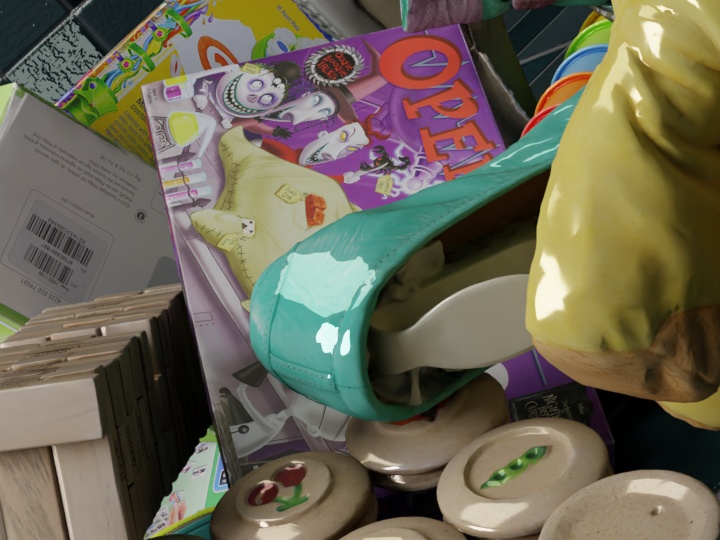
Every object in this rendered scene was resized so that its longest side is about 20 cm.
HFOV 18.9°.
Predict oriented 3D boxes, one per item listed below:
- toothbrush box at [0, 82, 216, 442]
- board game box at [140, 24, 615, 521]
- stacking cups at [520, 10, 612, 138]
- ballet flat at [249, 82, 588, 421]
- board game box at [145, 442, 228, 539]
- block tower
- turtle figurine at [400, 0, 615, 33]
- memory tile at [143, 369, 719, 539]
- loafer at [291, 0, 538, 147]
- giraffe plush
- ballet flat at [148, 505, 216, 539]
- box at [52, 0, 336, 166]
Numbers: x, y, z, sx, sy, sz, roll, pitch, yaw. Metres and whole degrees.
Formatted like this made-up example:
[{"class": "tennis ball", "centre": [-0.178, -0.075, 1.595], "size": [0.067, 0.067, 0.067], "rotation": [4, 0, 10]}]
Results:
[{"class": "toothbrush box", "centre": [-0.144, 0.004, 0.892], "size": [0.200, 0.146, 0.086], "rotation": [-3, 60, 54]}, {"class": "board game box", "centre": [0.000, 0.000, 0.725], "size": [0.120, 0.032, 0.200], "rotation": [-11, 49, -7]}, {"class": "stacking cups", "centre": [0.100, -0.069, 0.951], "size": [0.061, 0.061, 0.200], "rotation": [-37, 5, 28]}, {"class": "ballet flat", "centre": [0.064, -0.009, 0.645], "size": [0.200, 0.067, 0.070], "rotation": [-28, 36, -19]}, {"class": "board game box", "centre": [-0.057, 0.063, 0.896], "size": [0.200, 0.029, 0.135], "rotation": [-18, 56, 49]}, {"class": "block tower", "centre": [-0.087, 0.046, 0.685], "size": [0.054, 0.058, 0.200], "rotation": [-9, 5, 5]}, {"class": "turtle figurine", "centre": [0.112, -0.124, 0.775], "size": [0.200, 0.101, 0.150], "rotation": [-3, 18, -1]}, {"class": "memory tile", "centre": [-0.014, 0.096, 0.579], "size": [0.200, 0.017, 0.153], "rotation": [-31, 32, -20]}, {"class": "loafer", "centre": [0.043, -0.101, 0.983], "size": [0.070, 0.200, 0.075], "rotation": [-48, 28, 2]}, {"class": "giraffe plush", "centre": [0.147, -0.051, 0.537], "size": [0.162, 0.200, 0.173], "rotation": [8, 27, 34]}, {"class": "ballet flat", "centre": [-0.092, 0.163, 0.775], "size": [0.200, 0.067, 0.067], "rotation": [-48, -10, -21]}, {"class": "box", "centre": [-0.051, -0.040, 1.078], "size": [0.193, 0.200, 0.122], "rotation": [-44, 9, -12]}]
